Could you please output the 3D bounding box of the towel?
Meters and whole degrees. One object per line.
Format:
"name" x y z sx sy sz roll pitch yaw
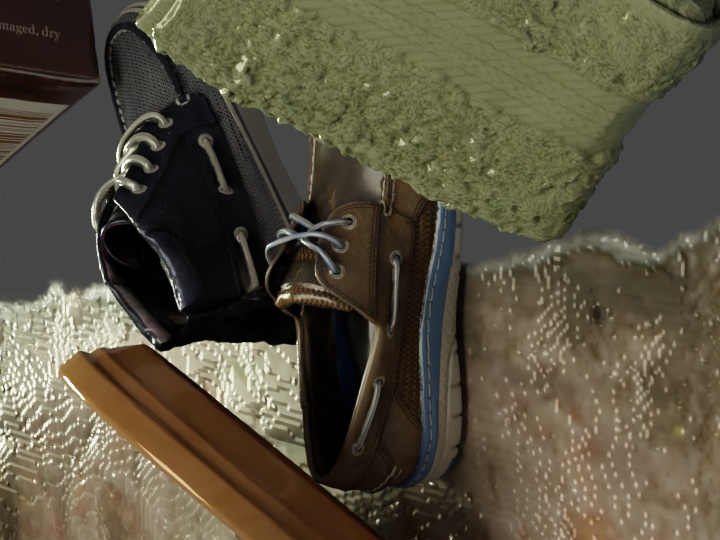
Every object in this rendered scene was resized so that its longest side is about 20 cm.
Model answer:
"towel" 0.026 -0.097 0.956 0.149 0.200 0.037 -54 16 35

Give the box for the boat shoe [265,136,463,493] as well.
"boat shoe" 0.000 0.000 1.079 0.072 0.072 0.201 -5 94 49

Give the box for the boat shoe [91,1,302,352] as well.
"boat shoe" -0.093 -0.048 1.166 0.200 0.093 0.075 57 134 26

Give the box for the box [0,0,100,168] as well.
"box" -0.249 -0.159 1.247 0.166 0.164 0.201 -33 59 49

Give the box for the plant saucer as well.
"plant saucer" -0.047 0.095 1.091 0.037 0.200 0.200 -51 49 -4
